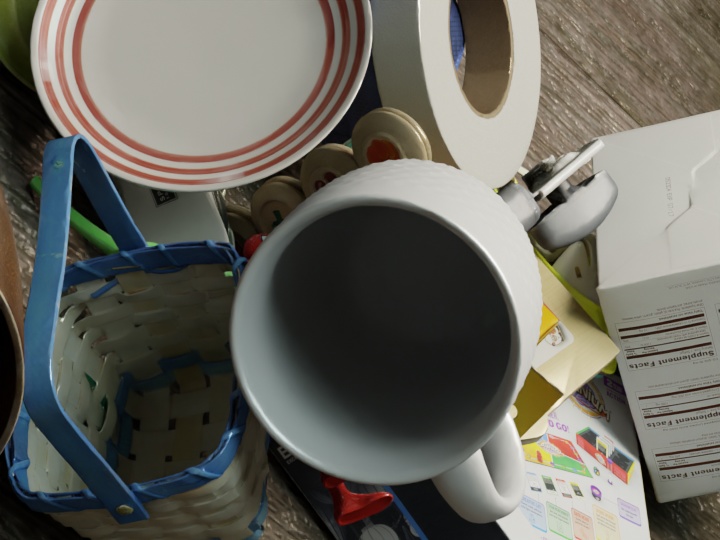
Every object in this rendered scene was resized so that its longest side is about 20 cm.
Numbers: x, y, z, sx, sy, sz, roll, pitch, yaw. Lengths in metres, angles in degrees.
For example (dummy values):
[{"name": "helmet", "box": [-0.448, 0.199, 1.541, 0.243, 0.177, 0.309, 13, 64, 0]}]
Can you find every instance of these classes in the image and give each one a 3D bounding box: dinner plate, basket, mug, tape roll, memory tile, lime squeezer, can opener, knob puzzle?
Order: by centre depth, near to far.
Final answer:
[{"name": "basket", "box": [-0.122, 0.052, 1.128, 0.200, 0.139, 0.177, 69, 17, -46]}, {"name": "mug", "box": [0.034, 0.038, 1.139, 0.200, 0.147, 0.175, 64, 16, -7]}, {"name": "lime squeezer", "box": [-0.100, -0.012, 1.229, 0.038, 0.199, 0.071, 54, 44, -75]}, {"name": "dinner plate", "box": [-0.092, -0.133, 1.265, 0.024, 0.200, 0.201, 79, -6, -68]}, {"name": "memory tile", "box": [0.000, 0.000, 1.292, 0.153, 0.200, 0.017, 55, 44, -5]}, {"name": "tape roll", "box": [0.065, -0.152, 1.420, 0.203, 0.037, 0.204, 15, 74, -62]}, {"name": "knob puzzle", "box": [0.048, 0.042, 1.436, 0.219, 0.030, 0.220, 12, 55, -17]}, {"name": "can opener", "box": [0.103, -0.021, 1.447, 0.200, 0.053, 0.067, -41, 96, -33]}]

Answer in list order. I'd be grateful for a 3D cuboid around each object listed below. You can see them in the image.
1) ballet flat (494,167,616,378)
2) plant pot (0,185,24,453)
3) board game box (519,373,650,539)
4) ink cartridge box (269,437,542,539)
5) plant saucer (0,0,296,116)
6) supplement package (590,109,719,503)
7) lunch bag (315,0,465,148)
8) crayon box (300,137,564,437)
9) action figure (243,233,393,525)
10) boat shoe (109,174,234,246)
[{"name": "ballet flat", "box": [0.129, -0.017, 1.542, 0.200, 0.067, 0.067, 51, 21, 17]}, {"name": "plant pot", "box": [-0.242, -0.011, 1.040, 0.187, 0.187, 0.200, 41, 22, -22]}, {"name": "board game box", "box": [0.133, 0.139, 1.485, 0.153, 0.040, 0.200, 30, 43, -34]}, {"name": "ink cartridge box", "box": [0.017, 0.121, 1.301, 0.200, 0.099, 0.039, 53, 28, -4]}, {"name": "plant saucer", "box": [-0.132, -0.176, 1.315, 0.031, 0.199, 0.201, 79, -5, -66]}, {"name": "supplement package", "box": [0.258, 0.021, 1.558, 0.191, 0.147, 0.200, -83, 158, -54]}, {"name": "lunch bag", "box": [-0.026, -0.167, 1.429, 0.200, 0.132, 0.136, 65, 34, -38]}, {"name": "crayon box", "box": [0.032, 0.028, 1.333, 0.200, 0.127, 0.051, 46, 44, 5]}, {"name": "action figure", "box": [-0.030, 0.050, 1.244, 0.200, 0.052, 0.065, 62, -2, 40]}, {"name": "boat shoe", "box": [-0.120, -0.059, 1.315, 0.064, 0.070, 0.201, 70, 4, -63]}]
